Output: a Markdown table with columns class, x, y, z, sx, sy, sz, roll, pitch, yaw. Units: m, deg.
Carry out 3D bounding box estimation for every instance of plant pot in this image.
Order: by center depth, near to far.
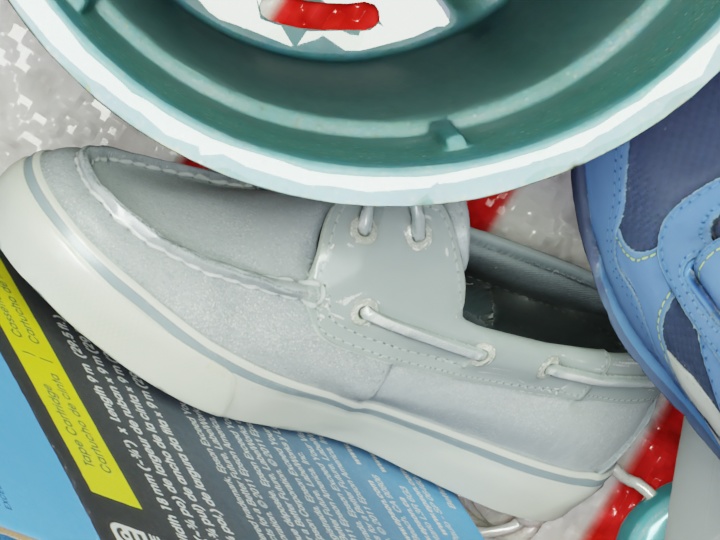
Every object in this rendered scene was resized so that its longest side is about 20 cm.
| class | x | y | z | sx | sy | sz | roll | pitch | yaw |
| --- | --- | --- | --- | --- | --- | --- | --- | --- | --- |
| plant pot | 0.001 | -0.122 | 0.718 | 0.199 | 0.196 | 0.201 | 0 | 95 | -4 |

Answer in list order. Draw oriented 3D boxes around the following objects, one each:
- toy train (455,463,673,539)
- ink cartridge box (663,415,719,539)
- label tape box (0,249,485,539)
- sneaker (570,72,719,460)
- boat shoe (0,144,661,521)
| class | x | y | z | sx | sy | sz | roll | pitch | yaw |
| --- | --- | --- | --- | --- | --- | --- | --- | --- | --- |
| toy train | 0.071 | 0.143 | 0.810 | 0.150 | 0.056 | 0.201 | 2 | 94 | -4 |
| ink cartridge box | 0.190 | 0.035 | 0.769 | 0.199 | 0.088 | 0.146 | 13 | 65 | -2 |
| label tape box | -0.054 | 0.061 | 0.707 | 0.200 | 0.144 | 0.063 | 23 | 111 | -39 |
| sneaker | 0.112 | 0.024 | 0.671 | 0.074 | 0.082 | 0.200 | -20 | 68 | -13 |
| boat shoe | 0.001 | 0.001 | 0.738 | 0.200 | 0.070 | 0.072 | 23 | 116 | -37 |
